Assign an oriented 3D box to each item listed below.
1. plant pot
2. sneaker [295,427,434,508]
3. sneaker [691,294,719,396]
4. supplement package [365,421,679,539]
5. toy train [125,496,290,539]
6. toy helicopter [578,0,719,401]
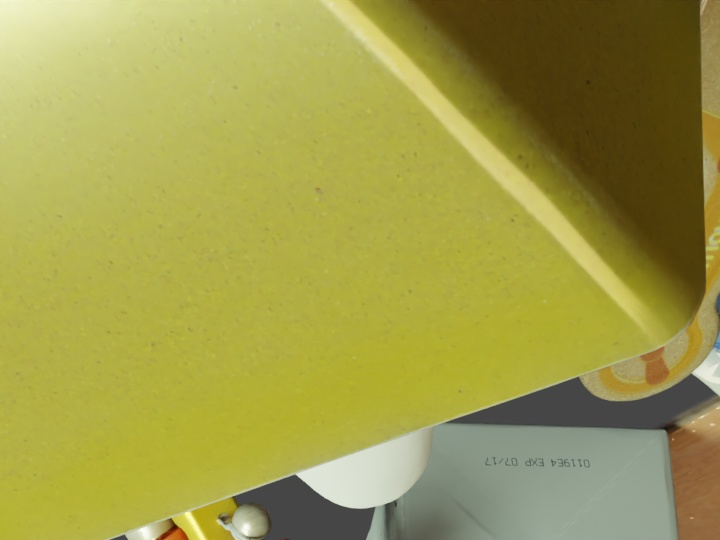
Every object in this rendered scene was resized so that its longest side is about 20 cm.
[{"bbox_3d":[-0.048,-0.080,0.618,0.199,0.201,0.176,-21,132,28],"label":"plant pot"},{"bbox_3d":[0.000,0.000,0.789,0.072,0.072,0.201,-21,130,-21],"label":"sneaker"},{"bbox_3d":[0.128,-0.014,0.834,0.111,0.077,0.200,-33,132,33],"label":"sneaker"},{"bbox_3d":[0.059,0.158,1.072,0.113,0.110,0.200,2,148,-6],"label":"supplement package"},{"bbox_3d":[-0.047,0.148,1.018,0.055,0.150,0.200,-32,159,-20],"label":"toy train"},{"bbox_3d":[0.101,-0.035,0.728,0.132,0.079,0.200,-3,136,-29],"label":"toy helicopter"}]
